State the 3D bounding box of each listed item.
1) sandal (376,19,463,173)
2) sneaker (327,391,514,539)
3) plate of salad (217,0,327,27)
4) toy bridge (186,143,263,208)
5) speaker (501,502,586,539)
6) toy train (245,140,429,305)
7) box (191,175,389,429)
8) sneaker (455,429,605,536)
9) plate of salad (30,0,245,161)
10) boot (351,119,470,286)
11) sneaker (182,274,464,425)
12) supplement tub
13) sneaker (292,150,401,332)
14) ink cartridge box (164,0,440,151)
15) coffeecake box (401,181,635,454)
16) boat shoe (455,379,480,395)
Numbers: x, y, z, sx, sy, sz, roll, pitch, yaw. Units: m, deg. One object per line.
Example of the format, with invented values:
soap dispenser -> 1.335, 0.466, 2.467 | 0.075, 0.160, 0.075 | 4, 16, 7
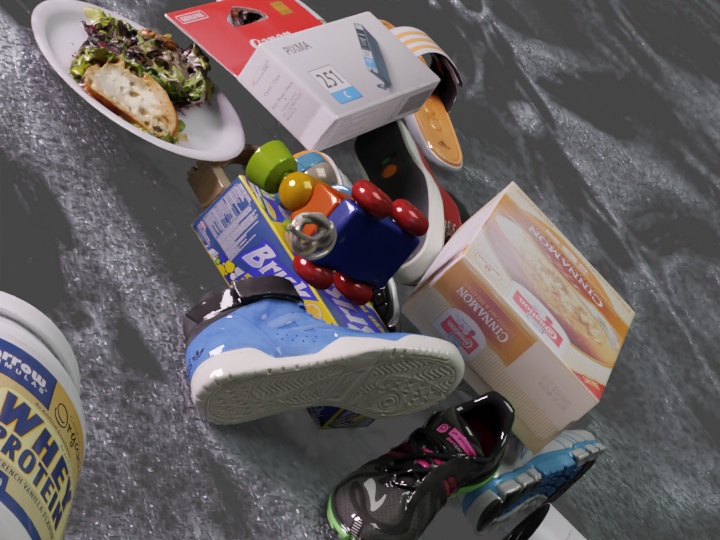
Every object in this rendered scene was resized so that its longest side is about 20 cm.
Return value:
sandal -> 0.072, -0.183, 2.146 | 0.079, 0.059, 0.207 | 21, 35, -41
sneaker -> 0.045, 0.141, 1.572 | 0.077, 0.084, 0.200 | 38, 40, 13
plate of salad -> -0.047, -0.202, 1.992 | 0.200, 0.048, 0.201 | 35, 28, -22
toy bridge -> -0.073, -0.071, 1.799 | 0.199, 0.027, 0.067 | 9, 43, -54
speaker -> 0.182, 0.269, 1.625 | 0.200, 0.081, 0.081 | 45, 25, -2
toy train -> -0.041, -0.052, 1.581 | 0.116, 0.085, 0.200 | 44, 9, 25
box -> -0.043, 0.024, 1.663 | 0.070, 0.064, 0.201 | 2, 50, -55
sneaker -> 0.125, 0.145, 1.735 | 0.087, 0.075, 0.200 | 48, 24, 19
plate of salad -> -0.171, -0.160, 1.737 | 0.199, 0.048, 0.200 | 30, 24, -15
boot -> 0.062, -0.029, 1.875 | 0.144, 0.072, 0.201 | 50, 17, -34
sneaker -> -0.030, 0.048, 1.562 | 0.198, 0.077, 0.112 | -6, 43, -12
supplement tub -> -0.225, 0.112, 1.163 | 0.144, 0.144, 0.201 | 37, 27, -18
sneaker -> 0.000, 0.000, 1.741 | 0.092, 0.075, 0.201 | 23, 45, -59
ink cartridge box -> -0.045, -0.188, 1.843 | 0.176, 0.045, 0.200 | 43, 28, 11
coffeecake box -> 0.129, 0.033, 1.721 | 0.154, 0.073, 0.200 | 47, 24, -4
boat shoe -> 0.111, 0.051, 1.850 | 0.065, 0.075, 0.202 | 36, 20, -10
